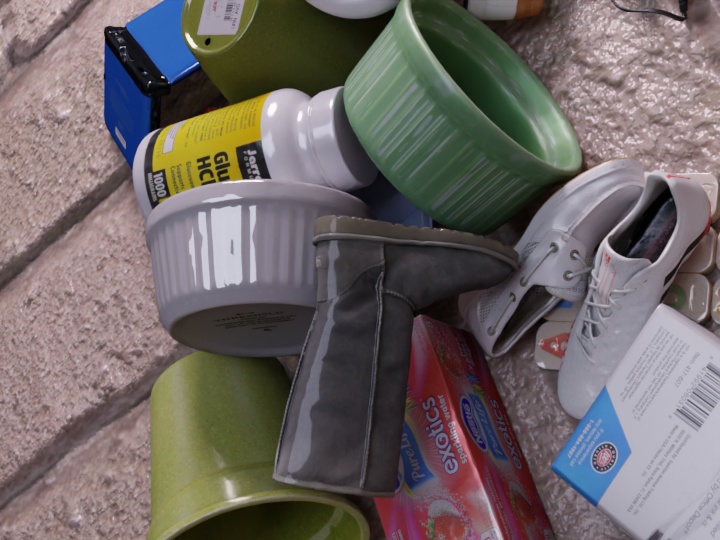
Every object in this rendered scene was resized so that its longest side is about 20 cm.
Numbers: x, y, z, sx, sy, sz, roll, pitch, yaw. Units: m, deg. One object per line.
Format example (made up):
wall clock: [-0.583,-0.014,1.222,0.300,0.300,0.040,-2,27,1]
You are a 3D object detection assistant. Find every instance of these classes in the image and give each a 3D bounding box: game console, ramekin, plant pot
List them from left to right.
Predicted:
game console: [-0.202,-0.206,1.241,0.200,0.117,0.173,-130,41,-53]
plant pot: [-0.109,0.177,1.011,0.200,0.200,0.185,-38,47,21]
ramekin: [-0.082,0.007,0.956,0.201,0.202,0.095,-14,67,32]
plant pot: [-0.065,-0.207,1.059,0.185,0.199,0.190,-11,71,33]
ramekin: [0.079,-0.125,0.940,0.098,0.199,0.201,-43,56,27]

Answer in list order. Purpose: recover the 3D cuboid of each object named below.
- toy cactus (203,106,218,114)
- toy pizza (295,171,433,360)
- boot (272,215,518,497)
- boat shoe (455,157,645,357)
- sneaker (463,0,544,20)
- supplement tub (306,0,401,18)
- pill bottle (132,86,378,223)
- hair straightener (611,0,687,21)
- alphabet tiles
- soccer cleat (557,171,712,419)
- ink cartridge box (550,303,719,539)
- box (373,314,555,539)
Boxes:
toy cactus: [-0.128,-0.055,1.146,0.200,0.101,0.166,48,126,34]
toy pizza: [0.000,0.000,1.043,0.199,0.032,0.202,-28,50,39]
boot: [0.029,0.069,0.865,0.073,0.179,0.203,137,137,-75]
boat shoe: [0.161,-0.004,0.910,0.200,0.070,0.070,-49,50,32]
sneaker: [0.140,-0.310,1.037,0.083,0.073,0.202,5,69,2]
supplement tub: [0.017,-0.314,0.999,0.144,0.200,0.147,9,119,16]
pill bottle: [-0.089,-0.091,0.993,0.198,0.112,0.114,-14,69,26]
hair straightener: [0.220,-0.284,0.982,0.077,0.041,0.202,-35,64,24]
alphabet tiles: [0.229,0.022,0.901,0.194,0.015,0.203,1,79,36]
soccer cleat: [0.197,0.017,0.862,0.068,0.085,0.202,33,97,36]
ink cartridge box: [0.258,0.142,0.794,0.200,0.084,0.147,39,101,30]
box: [0.066,0.152,0.932,0.102,0.094,0.202,-32,61,25]
